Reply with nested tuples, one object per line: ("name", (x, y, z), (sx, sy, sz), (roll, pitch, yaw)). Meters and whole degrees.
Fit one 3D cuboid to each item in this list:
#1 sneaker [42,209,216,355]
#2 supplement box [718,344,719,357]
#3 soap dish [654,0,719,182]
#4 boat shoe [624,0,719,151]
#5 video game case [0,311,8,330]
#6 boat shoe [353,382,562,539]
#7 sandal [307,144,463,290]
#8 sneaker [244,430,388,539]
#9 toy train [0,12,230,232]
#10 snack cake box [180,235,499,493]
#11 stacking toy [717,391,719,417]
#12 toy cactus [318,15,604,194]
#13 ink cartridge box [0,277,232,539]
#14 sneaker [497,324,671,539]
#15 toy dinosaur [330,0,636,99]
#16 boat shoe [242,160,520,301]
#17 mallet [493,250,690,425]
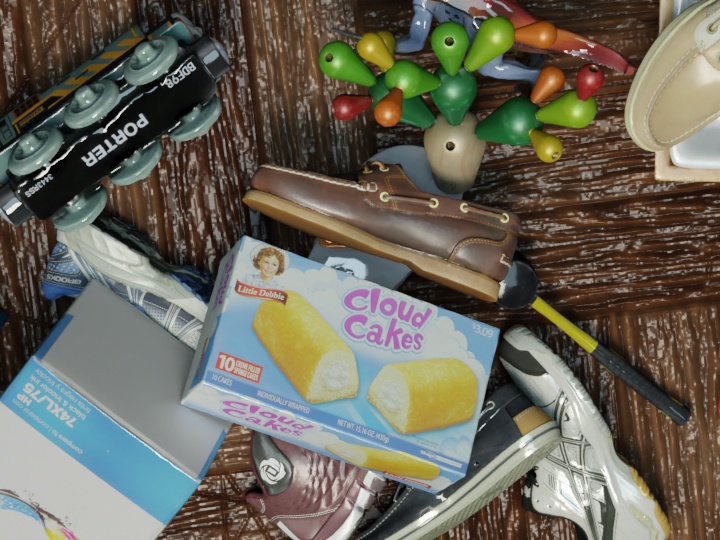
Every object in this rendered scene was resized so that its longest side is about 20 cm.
("sneaker", (-0.148, 0.036, 1.659), (0.199, 0.077, 0.085), (34, 104, 3))
("supplement box", (0.376, 0.021, 1.594), (0.196, 0.200, 0.134), (6, 96, -1))
("soap dish", (0.313, -0.144, 1.637), (0.199, 0.081, 0.159), (1, 96, -1))
("boat shoe", (0.267, -0.157, 1.552), (0.200, 0.065, 0.072), (-44, 123, 0))
("video game case", (-0.311, 0.097, 1.589), (0.018, 0.200, 0.143), (36, 94, -4))
("boat shoe", (0.062, 0.154, 1.652), (0.200, 0.074, 0.062), (-41, 74, 28))
("sandal", (-0.007, -0.005, 1.652), (0.079, 0.059, 0.207), (37, 80, -4))
("sneaker", (-0.018, 0.110, 1.661), (0.115, 0.076, 0.201), (33, 95, -1))
("toy train", (-0.186, -0.112, 1.616), (0.200, 0.114, 0.085), (-38, 123, 0))
("snack cake box", (-0.013, 0.067, 1.566), (0.199, 0.067, 0.116), (20, 68, -12))
("stacking toy", (0.342, 0.156, 1.674), (0.085, 0.085, 0.200), (-37, 89, 3))
("toy cactus", (0.069, -0.107, 1.568), (0.199, 0.165, 0.103), (2, 56, 4))
("ink cartridge box", (-0.207, 0.144, 1.595), (0.146, 0.147, 0.200), (37, 113, -5))
("sneaker", (0.148, 0.139, 1.664), (0.087, 0.076, 0.201), (-32, 95, 2))
("toy dinosaur", (0.075, -0.203, 1.597), (0.199, 0.105, 0.182), (-16, 129, 34))
("boat shoe", (0.017, -0.042, 1.594), (0.199, 0.070, 0.071), (20, 85, -12))
("mallet", (0.167, 0.050, 1.680), (0.200, 0.066, 0.041), (37, 95, -19))
